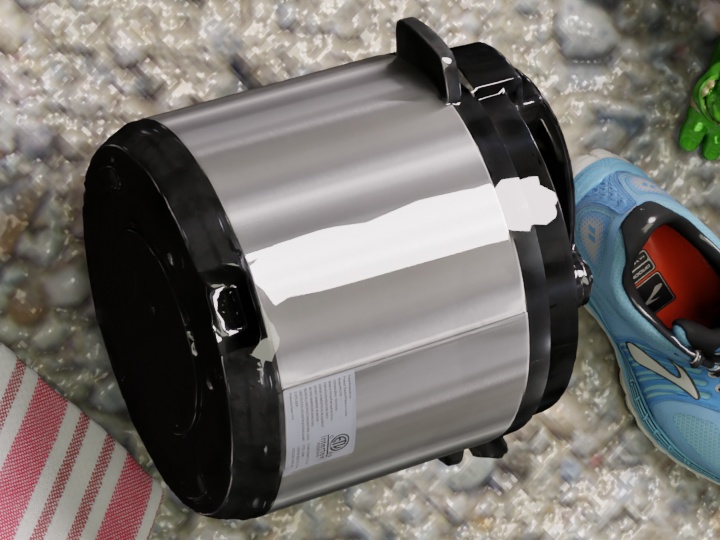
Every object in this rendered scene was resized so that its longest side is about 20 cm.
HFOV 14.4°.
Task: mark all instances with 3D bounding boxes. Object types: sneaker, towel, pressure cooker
[{"bbox_3d":[0.157,0.036,1.321,0.078,0.090,0.200,-44,115,-7],"label":"sneaker"},{"bbox_3d":[-0.174,0.089,1.186,0.200,0.030,0.147,42,42,-21],"label":"towel"},{"bbox_3d":[0.001,0.002,1.199,0.199,0.176,0.179,-17,79,-20],"label":"pressure cooker"}]

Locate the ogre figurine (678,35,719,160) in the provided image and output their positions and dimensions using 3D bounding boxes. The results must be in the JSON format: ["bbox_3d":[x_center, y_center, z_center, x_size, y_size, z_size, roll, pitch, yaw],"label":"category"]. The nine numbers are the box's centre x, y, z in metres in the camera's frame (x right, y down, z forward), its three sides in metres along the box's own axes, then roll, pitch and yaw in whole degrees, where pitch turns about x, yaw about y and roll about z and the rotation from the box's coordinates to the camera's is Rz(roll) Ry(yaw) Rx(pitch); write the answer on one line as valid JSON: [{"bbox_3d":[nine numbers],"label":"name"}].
[{"bbox_3d":[0.181,-0.107,1.283,0.098,0.120,0.201,-18,107,-17],"label":"ogre figurine"}]
